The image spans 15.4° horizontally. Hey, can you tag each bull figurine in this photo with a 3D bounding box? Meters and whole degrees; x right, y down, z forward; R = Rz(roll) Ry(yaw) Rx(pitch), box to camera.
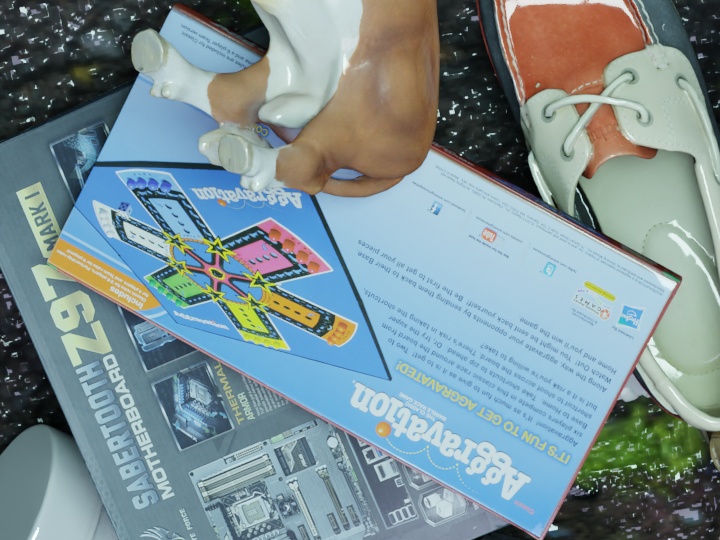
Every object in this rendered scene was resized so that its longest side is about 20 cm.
[{"bbox_3d":[-0.016,-0.119,0.851,0.065,0.121,0.202,2,103,44],"label":"bull figurine"}]

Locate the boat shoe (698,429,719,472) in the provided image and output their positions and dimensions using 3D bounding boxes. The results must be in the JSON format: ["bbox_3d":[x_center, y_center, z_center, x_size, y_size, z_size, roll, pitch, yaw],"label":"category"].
[{"bbox_3d":[0.207,0.020,1.026,0.075,0.074,0.200,23,122,-21],"label":"boat shoe"}]

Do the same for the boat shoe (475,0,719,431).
[{"bbox_3d":[0.093,-0.039,0.939,0.071,0.063,0.201,-20,98,14],"label":"boat shoe"}]

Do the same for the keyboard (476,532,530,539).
[{"bbox_3d":[0.118,0.199,1.153,0.126,0.021,0.201,10,134,29],"label":"keyboard"}]

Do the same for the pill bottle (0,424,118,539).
[{"bbox_3d":[-0.061,0.141,1.072,0.199,0.113,0.113,28,120,-23],"label":"pill bottle"}]

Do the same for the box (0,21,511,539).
[{"bbox_3d":[-0.035,0.020,0.965,0.157,0.051,0.201,-23,93,11],"label":"box"}]

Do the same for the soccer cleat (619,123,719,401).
[{"bbox_3d":[0.093,0.029,1.024,0.086,0.070,0.200,41,113,-19],"label":"soccer cleat"}]

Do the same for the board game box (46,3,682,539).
[{"bbox_3d":[0.000,0.000,0.920,0.199,0.019,0.103,29,99,5],"label":"board game box"}]
